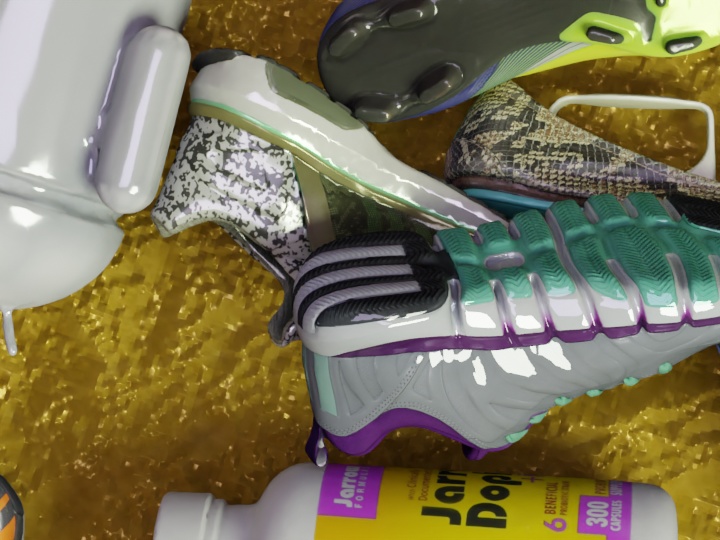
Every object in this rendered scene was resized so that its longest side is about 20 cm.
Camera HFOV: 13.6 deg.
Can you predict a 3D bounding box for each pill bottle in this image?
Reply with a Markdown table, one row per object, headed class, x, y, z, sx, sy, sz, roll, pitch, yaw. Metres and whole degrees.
| class | x | y | z | sx | sy | sz | roll | pitch | yaw |
| --- | --- | --- | --- | --- | --- | --- | --- | --- | --- |
| pill bottle | 0.020 | 0.129 | 1.172 | 0.199 | 0.104 | 0.105 | 3 | 89 | 4 |

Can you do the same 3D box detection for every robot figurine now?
| class | x | y | z | sx | sy | sz | roll | pitch | yaw |
| --- | --- | --- | --- | --- | --- | --- | --- | --- | --- |
| robot figurine | -0.135 | -0.071 | 1.191 | 0.169 | 0.113 | 0.201 | 17 | 90 | 44 |

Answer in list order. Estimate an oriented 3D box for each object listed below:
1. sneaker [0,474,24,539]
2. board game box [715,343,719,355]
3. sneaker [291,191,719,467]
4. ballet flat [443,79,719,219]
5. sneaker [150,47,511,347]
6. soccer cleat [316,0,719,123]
| class | x | y | z | sx | sy | sz | roll | pitch | yaw |
| --- | --- | --- | --- | --- | --- | --- | --- | --- | --- |
| sneaker | -0.212 | 0.159 | 1.190 | 0.077 | 0.112 | 0.200 | 41 | 91 | 4 |
| board game box | 0.261 | 0.087 | 1.154 | 0.199 | 0.056 | 0.197 | -20 | 110 | 3 |
| sneaker | 0.072 | 0.026 | 1.145 | 0.199 | 0.075 | 0.088 | -4 | 124 | -6 |
| ballet flat | 0.134 | -0.030 | 1.201 | 0.199 | 0.068 | 0.076 | 20 | 74 | 6 |
| sneaker | 0.000 | 0.000 | 1.182 | 0.199 | 0.077 | 0.089 | 34 | 80 | -11 |
| soccer cleat | 0.077 | -0.110 | 1.184 | 0.199 | 0.084 | 0.065 | -15 | 107 | 15 |
